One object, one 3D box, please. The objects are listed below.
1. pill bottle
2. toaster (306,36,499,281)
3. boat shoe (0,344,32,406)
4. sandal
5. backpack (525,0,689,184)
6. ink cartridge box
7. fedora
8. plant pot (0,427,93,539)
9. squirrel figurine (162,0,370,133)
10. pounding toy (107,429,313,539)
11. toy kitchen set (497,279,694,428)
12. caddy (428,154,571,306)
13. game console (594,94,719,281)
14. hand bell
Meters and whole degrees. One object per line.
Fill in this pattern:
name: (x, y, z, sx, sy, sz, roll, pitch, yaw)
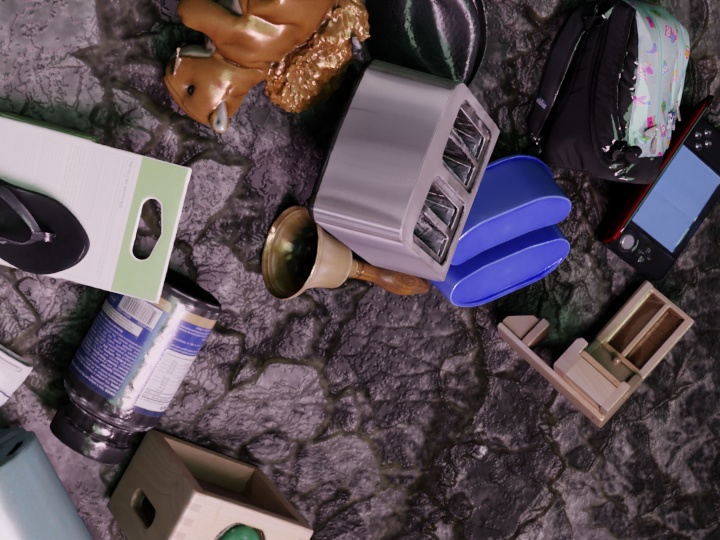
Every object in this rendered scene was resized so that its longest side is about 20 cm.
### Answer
pill bottle: (-0.238, 0.096, 1.306, 0.112, 0.112, 0.200, 29, 94, -27)
toaster: (0.044, -0.104, 1.274, 0.200, 0.119, 0.181, 37, 71, -62)
boat shoe: (-0.411, 0.054, 1.251, 0.065, 0.074, 0.200, -46, 127, -9)
sandal: (-0.355, -0.059, 1.196, 0.200, 0.043, 0.076, 32, 99, -7)
backpack: (0.288, -0.207, 1.420, 0.126, 0.167, 0.200, 0, 103, -42)
ink cartridge box: (-0.279, -0.062, 1.241, 0.200, 0.048, 0.146, 14, 100, -6)
fedora: (0.069, -0.257, 1.334, 0.200, 0.092, 0.201, -7, 108, -20)
plant pot: (-0.366, 0.279, 1.276, 0.200, 0.200, 0.196, -23, 105, -15)
squirrel figurine: (-0.097, -0.221, 1.257, 0.200, 0.142, 0.187, 22, 103, -24)
pounding toy: (-0.175, 0.287, 1.331, 0.184, 0.200, 0.142, 26, 95, -33)
toy kitchen set: (0.283, 0.063, 1.494, 0.163, 0.200, 0.180, 42, 87, 14)
caddy: (0.145, -0.051, 1.427, 0.200, 0.105, 0.142, -22, 136, -16)
game console: (0.385, -0.092, 1.503, 0.172, 0.119, 0.200, 34, 92, -27)
hand bell: (0.000, 0.000, 1.402, 0.200, 0.104, 0.104, 14, 100, -37)
